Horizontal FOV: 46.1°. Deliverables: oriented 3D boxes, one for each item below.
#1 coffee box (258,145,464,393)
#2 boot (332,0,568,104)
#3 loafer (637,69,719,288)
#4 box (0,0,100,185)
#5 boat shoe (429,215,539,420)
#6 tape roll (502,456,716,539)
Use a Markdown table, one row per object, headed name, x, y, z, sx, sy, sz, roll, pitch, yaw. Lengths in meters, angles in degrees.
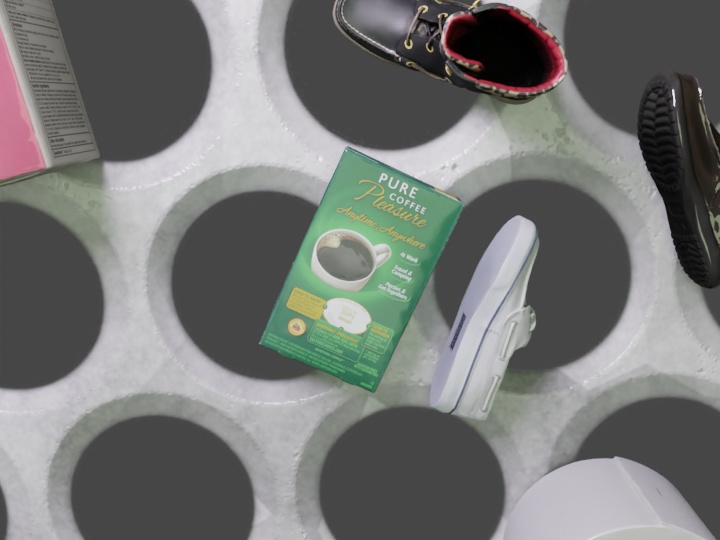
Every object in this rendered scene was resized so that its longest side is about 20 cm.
| name | x | y | z | sx | sy | sz | roll | pitch | yaw |
| --- | --- | --- | --- | --- | --- | --- | --- | --- | --- |
| coffee box | 0.000 | 0.000 | 0.785 | 0.122 | 0.044 | 0.201 | 23 | 101 | -4 |
| boot | 0.072 | -0.190 | 0.690 | 0.199 | 0.151 | 0.073 | 25 | 101 | -4 |
| loafer | 0.306 | -0.087 | 0.757 | 0.071 | 0.073 | 0.201 | -21 | 106 | -5 |
| box | -0.316 | -0.172 | 0.711 | 0.108 | 0.128 | 0.201 | -14 | 100 | 4 |
| boat shoe | 0.128 | 0.047 | 0.786 | 0.065 | 0.074 | 0.201 | 19 | 111 | -8 |
| tape roll | 0.242 | 0.297 | 0.795 | 0.201 | 0.139 | 0.204 | 0 | 101 | 1 |
